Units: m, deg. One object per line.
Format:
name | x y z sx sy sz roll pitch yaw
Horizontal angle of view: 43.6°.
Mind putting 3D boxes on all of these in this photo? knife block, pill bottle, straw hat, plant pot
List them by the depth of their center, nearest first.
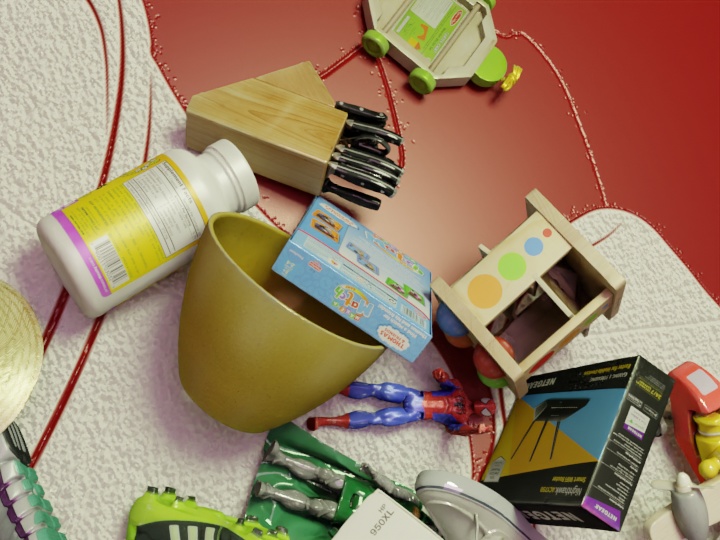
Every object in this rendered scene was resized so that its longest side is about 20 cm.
straw hat | -0.378 0.058 0.760 0.198 0.085 0.204 3 59 -5
plant pot | -0.090 0.062 0.832 0.199 0.200 0.143 35 104 -5
pill bottle | -0.198 -0.048 0.862 0.199 0.104 0.105 -33 86 -22
knife block | -0.060 -0.119 0.925 0.198 0.064 0.177 -21 68 -21

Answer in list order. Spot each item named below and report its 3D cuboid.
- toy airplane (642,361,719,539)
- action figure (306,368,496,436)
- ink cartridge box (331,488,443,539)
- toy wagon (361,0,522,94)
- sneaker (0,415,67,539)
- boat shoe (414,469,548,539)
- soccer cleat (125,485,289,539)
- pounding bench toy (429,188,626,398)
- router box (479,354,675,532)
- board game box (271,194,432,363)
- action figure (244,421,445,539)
toy airplane | 0.398 0.216 0.945 0.197 0.141 0.202 24 69 -9
action figure | 0.053 0.131 0.894 0.197 0.099 0.066 4 75 -18
ink cartridge box | 0.013 0.303 0.770 0.084 0.201 0.145 30 64 31
toy wagon | 0.098 -0.274 1.048 0.199 0.040 0.156 38 68 -4
sneaker | -0.310 0.224 0.772 0.087 0.075 0.201 -27 67 -11
boat shoe | 0.118 0.273 0.860 0.202 0.074 0.087 43 50 -25
soccer cleat | -0.124 0.251 0.784 0.198 0.067 0.082 10 81 30
pounding bench toy | 0.166 0.044 0.926 0.156 0.200 0.125 -41 70 -1
router box | 0.200 0.168 0.867 0.051 0.200 0.150 32 68 -11
board game box | 0.000 0.000 0.868 0.150 0.200 0.037 34 107 -5
action figure | -0.006 0.227 0.873 0.198 0.055 0.120 23 67 -14
